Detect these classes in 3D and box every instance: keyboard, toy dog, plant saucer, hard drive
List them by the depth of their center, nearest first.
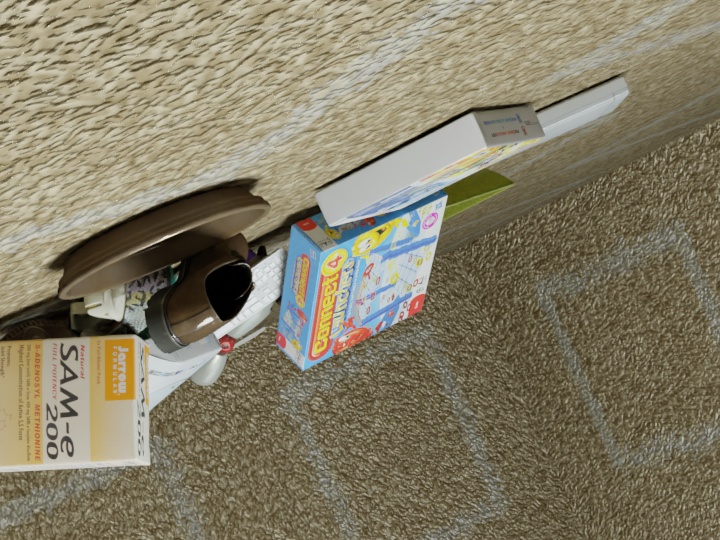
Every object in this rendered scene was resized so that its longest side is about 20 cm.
[{"bbox_3d":[-0.174,-0.026,1.198,0.200,0.030,0.200,-24,176,-2],"label":"plant saucer"},{"bbox_3d":[-0.156,0.044,1.642,0.200,0.056,0.011,-34,-148,12],"label":"keyboard"},{"bbox_3d":[0.217,-0.172,1.652,0.200,0.027,0.132,-23,177,-1],"label":"hard drive"},{"bbox_3d":[-0.155,0.042,1.706,0.200,0.132,0.096,-33,-149,12],"label":"toy dog"},{"bbox_3d":[0.080,-0.086,1.884,0.200,0.048,0.200,-26,176,42],"label":"plant saucer"}]

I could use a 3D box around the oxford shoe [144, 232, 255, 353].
[{"bbox_3d":[-0.131,0.011,1.306,0.084,0.073,0.200,-20,-157,19],"label":"oxford shoe"}]

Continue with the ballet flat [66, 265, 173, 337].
[{"bbox_3d":[-0.250,0.036,1.371,0.072,0.072,0.200,-22,175,-32],"label":"ballet flat"}]

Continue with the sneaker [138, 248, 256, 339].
[{"bbox_3d":[-0.206,0.036,1.612,0.200,0.075,0.088,-27,-179,33],"label":"sneaker"}]

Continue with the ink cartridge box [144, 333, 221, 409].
[{"bbox_3d":[-0.270,0.133,1.535,0.160,0.047,0.200,-39,171,33],"label":"ink cartridge box"}]

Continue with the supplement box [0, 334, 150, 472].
[{"bbox_3d":[-0.311,0.133,1.356,0.200,0.126,0.074,-4,169,2],"label":"supplement box"}]

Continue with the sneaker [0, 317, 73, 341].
[{"bbox_3d":[-0.351,0.094,1.518,0.112,0.071,0.200,-30,176,34],"label":"sneaker"}]

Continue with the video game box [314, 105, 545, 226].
[{"bbox_3d":[0.076,-0.112,1.461,0.200,0.047,0.182,-25,179,28],"label":"video game box"}]

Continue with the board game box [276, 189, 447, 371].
[{"bbox_3d":[0.000,0.000,1.649,0.196,0.056,0.200,-26,144,-32],"label":"board game box"}]
